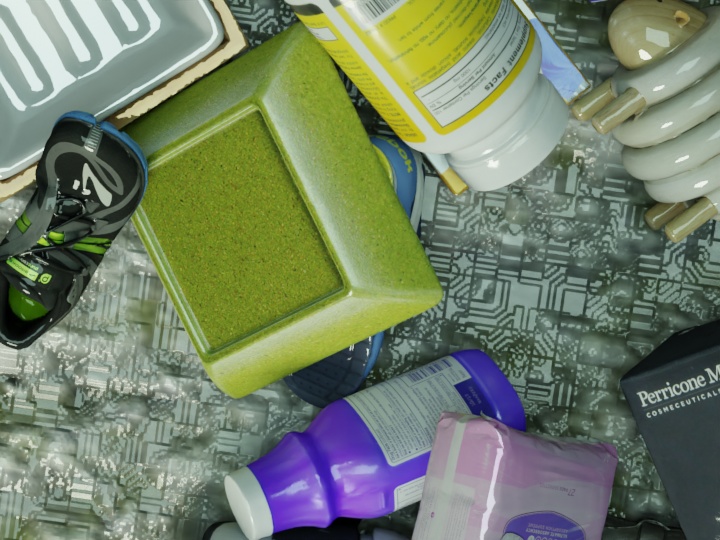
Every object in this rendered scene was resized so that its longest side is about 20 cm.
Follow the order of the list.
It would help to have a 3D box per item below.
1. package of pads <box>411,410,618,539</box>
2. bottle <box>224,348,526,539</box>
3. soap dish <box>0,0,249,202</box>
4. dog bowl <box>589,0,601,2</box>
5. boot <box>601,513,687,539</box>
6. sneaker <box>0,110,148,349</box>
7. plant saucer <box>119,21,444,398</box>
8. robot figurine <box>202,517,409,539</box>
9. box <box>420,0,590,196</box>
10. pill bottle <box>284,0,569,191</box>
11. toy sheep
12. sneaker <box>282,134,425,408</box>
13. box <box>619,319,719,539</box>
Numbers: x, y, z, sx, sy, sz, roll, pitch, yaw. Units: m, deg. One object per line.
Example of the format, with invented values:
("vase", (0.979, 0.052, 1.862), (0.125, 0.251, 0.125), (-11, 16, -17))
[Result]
("package of pads", (0.088, 0.195, 1.487), (0.120, 0.075, 0.202), (15, 87, -37))
("bottle", (0.009, 0.120, 1.537), (0.199, 0.084, 0.066), (-22, 136, -18))
("soap dish", (-0.196, -0.164, 1.544), (0.199, 0.081, 0.158), (-31, 93, 1))
("dog bowl", (0.234, -0.227, 1.482), (0.198, 0.200, 0.079), (-11, 95, 0))
("boot", (0.148, 0.240, 1.577), (0.173, 0.069, 0.201), (22, 92, -2))
("sneaker", (-0.193, -0.021, 1.508), (0.070, 0.083, 0.200), (26, 131, -3))
("plant saucer", (-0.072, -0.030, 1.513), (0.199, 0.048, 0.201), (-26, 90, 36))
("robot figurine", (-0.045, 0.230, 1.550), (0.198, 0.125, 0.152), (1, 100, 0))
("box", (0.048, -0.164, 1.566), (0.119, 0.041, 0.200), (-39, 95, 2))
("pill bottle", (0.043, -0.148, 1.470), (0.112, 0.113, 0.200), (-40, 117, 2))
("toy sheep", (0.227, -0.095, 1.529), (0.137, 0.138, 0.201), (-35, 108, 2))
("sneaker", (0.000, 0.000, 1.557), (0.074, 0.082, 0.201), (25, 116, 18))
("box", (0.304, 0.116, 1.507), (0.196, 0.117, 0.201), (-23, 93, 32))
